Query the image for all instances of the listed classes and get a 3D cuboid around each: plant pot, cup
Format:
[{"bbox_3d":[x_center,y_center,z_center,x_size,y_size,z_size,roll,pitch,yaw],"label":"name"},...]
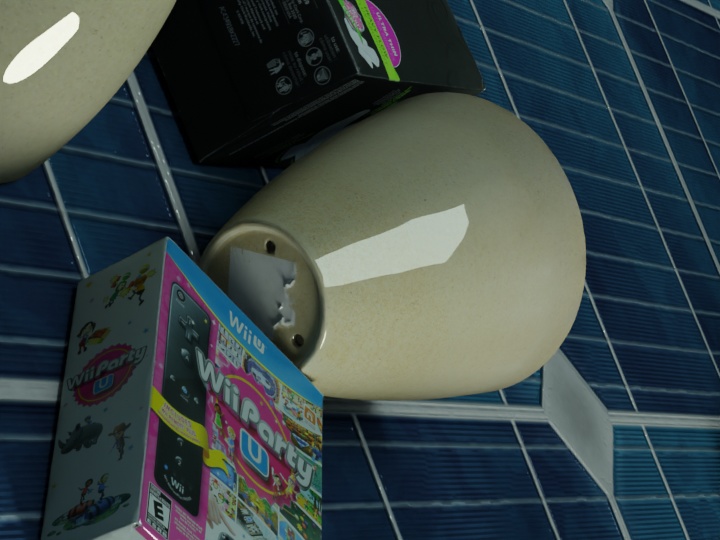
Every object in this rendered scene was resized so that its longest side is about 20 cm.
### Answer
[{"bbox_3d":[0.000,0.000,1.475,0.200,0.187,0.187,-16,80,-53],"label":"plant pot"},{"bbox_3d":[-0.170,-0.164,1.301,0.200,0.143,0.200,46,29,-35],"label":"cup"}]

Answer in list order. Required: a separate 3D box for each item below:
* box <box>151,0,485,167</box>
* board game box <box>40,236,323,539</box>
[{"bbox_3d":[-0.034,-0.155,1.601,0.200,0.124,0.149,-1,66,-65],"label":"box"},{"bbox_3d":[-0.086,0.104,1.296,0.148,0.064,0.200,47,27,-34],"label":"board game box"}]
